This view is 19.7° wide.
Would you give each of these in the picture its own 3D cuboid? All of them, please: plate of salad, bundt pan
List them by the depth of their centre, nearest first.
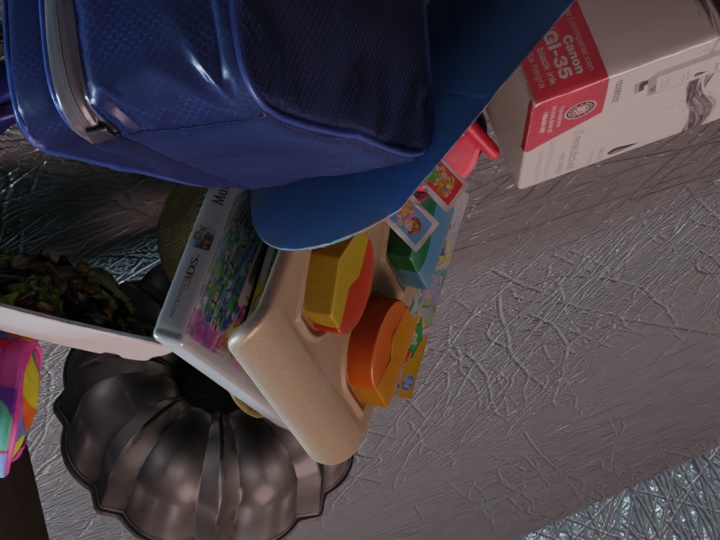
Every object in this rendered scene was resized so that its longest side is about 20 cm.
[{"bbox_3d":[-0.185,0.012,1.195,0.199,0.048,0.200,15,179,0],"label":"plate of salad"},{"bbox_3d":[-0.093,0.074,1.315,0.201,0.203,0.076,-15,153,-18],"label":"bundt pan"}]

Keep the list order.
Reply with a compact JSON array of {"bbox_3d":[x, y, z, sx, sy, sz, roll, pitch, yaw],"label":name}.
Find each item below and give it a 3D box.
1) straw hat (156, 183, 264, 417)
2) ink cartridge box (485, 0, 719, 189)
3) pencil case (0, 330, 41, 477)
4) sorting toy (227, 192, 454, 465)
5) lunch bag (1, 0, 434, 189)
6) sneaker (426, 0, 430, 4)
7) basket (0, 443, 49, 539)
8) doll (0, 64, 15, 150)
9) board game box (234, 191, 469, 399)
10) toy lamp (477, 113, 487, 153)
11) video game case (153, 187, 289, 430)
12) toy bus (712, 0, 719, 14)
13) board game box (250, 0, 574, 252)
[{"bbox_3d":[-0.074,-0.020,1.236,0.085,0.203,0.201,15,177,23],"label":"straw hat"},{"bbox_3d":[0.173,-0.138,1.212,0.199,0.083,0.147,-20,163,-5],"label":"ink cartridge box"},{"bbox_3d":[-0.278,0.061,1.157,0.198,0.089,0.088,10,161,0],"label":"pencil case"},{"bbox_3d":[0.006,-0.011,1.117,0.036,0.201,0.185,16,160,22],"label":"sorting toy"},{"bbox_3d":[-0.070,-0.109,0.881,0.131,0.137,0.200,-10,168,28],"label":"lunch bag"},{"bbox_3d":[0.041,-0.162,0.990,0.084,0.073,0.200,-8,158,-31],"label":"sneaker"},{"bbox_3d":[-0.263,0.130,1.277,0.135,0.202,0.180,-10,172,-7],"label":"basket"},{"bbox_3d":[-0.206,-0.073,1.010,0.199,0.049,0.136,-16,172,3],"label":"doll"},{"bbox_3d":[0.000,0.000,1.205,0.034,0.135,0.200,16,180,22],"label":"board game box"},{"bbox_3d":[0.049,-0.104,1.219,0.058,0.059,0.200,-19,161,-6],"label":"toy lamp"},{"bbox_3d":[-0.041,-0.018,1.173,0.024,0.183,0.200,16,168,22],"label":"video game case"},{"bbox_3d":[0.226,-0.169,1.000,0.135,0.201,0.192,-26,155,13],"label":"toy bus"},{"bbox_3d":[0.034,-0.074,0.994,0.200,0.039,0.158,-50,-155,-12],"label":"board game box"}]
